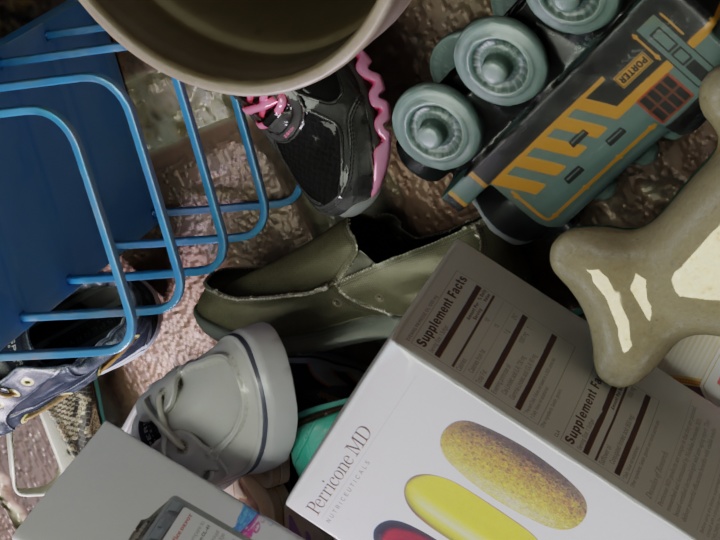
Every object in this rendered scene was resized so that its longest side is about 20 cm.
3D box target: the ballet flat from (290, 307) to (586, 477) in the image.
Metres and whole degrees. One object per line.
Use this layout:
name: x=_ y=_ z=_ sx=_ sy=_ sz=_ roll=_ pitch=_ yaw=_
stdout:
ballet flat: x=0.061 y=0.077 z=1.012 sx=0.199 sy=0.067 sz=0.071 roll=-22 pitch=74 yaw=11

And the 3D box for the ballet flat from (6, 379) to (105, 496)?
ballet flat: x=-0.177 y=0.127 z=1.221 sx=0.068 sy=0.075 sz=0.201 roll=16 pitch=129 yaw=63

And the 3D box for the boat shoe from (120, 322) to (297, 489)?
boat shoe: x=-0.090 y=0.082 z=1.058 sx=0.200 sy=0.065 sz=0.072 roll=-36 pitch=69 yaw=63

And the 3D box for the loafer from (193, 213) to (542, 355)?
loafer: x=0.000 y=0.000 z=1.057 sx=0.199 sy=0.075 sz=0.070 roll=-5 pitch=106 yaw=23

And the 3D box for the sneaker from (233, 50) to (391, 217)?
sneaker: x=-0.057 y=-0.113 z=0.979 sx=0.079 sy=0.095 sz=0.201 roll=-36 pitch=76 yaw=50

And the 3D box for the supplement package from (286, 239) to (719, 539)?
supplement package: x=0.087 y=0.100 z=0.910 sx=0.200 sy=0.110 sz=0.114 roll=33 pitch=121 yaw=3

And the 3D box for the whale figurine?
whale figurine: x=0.188 y=-0.019 z=0.883 sx=0.199 sy=0.104 sz=0.160 roll=-24 pitch=98 yaw=13

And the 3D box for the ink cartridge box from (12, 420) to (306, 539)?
ink cartridge box: x=-0.066 y=0.186 z=1.019 sx=0.200 sy=0.086 sz=0.148 roll=27 pitch=152 yaw=23

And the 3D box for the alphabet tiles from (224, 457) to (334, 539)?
alphabet tiles: x=-0.068 y=0.157 z=1.149 sx=0.196 sy=0.015 sz=0.201 roll=37 pitch=136 yaw=50

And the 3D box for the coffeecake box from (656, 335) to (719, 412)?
coffeecake box: x=0.186 y=0.105 z=0.992 sx=0.153 sy=0.073 sz=0.200 roll=31 pitch=126 yaw=15

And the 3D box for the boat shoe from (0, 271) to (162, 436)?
boat shoe: x=-0.209 y=0.056 z=1.130 sx=0.200 sy=0.091 sz=0.071 roll=-30 pitch=84 yaw=-2

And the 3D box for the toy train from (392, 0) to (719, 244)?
toy train: x=0.101 y=-0.091 z=0.938 sx=0.114 sy=0.085 sz=0.200 roll=40 pitch=129 yaw=-6

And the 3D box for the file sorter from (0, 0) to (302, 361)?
file sorter: x=-0.131 y=-0.053 z=1.022 sx=0.122 sy=0.200 sz=0.139 roll=-3 pitch=113 yaw=28

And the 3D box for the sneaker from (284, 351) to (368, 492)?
sneaker: x=-0.009 y=0.098 z=1.105 sx=0.199 sy=0.079 sz=0.079 roll=7 pitch=119 yaw=30

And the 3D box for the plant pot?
plant pot: x=-0.027 y=-0.203 z=0.892 sx=0.199 sy=0.174 sz=0.201 roll=14 pitch=122 yaw=24
